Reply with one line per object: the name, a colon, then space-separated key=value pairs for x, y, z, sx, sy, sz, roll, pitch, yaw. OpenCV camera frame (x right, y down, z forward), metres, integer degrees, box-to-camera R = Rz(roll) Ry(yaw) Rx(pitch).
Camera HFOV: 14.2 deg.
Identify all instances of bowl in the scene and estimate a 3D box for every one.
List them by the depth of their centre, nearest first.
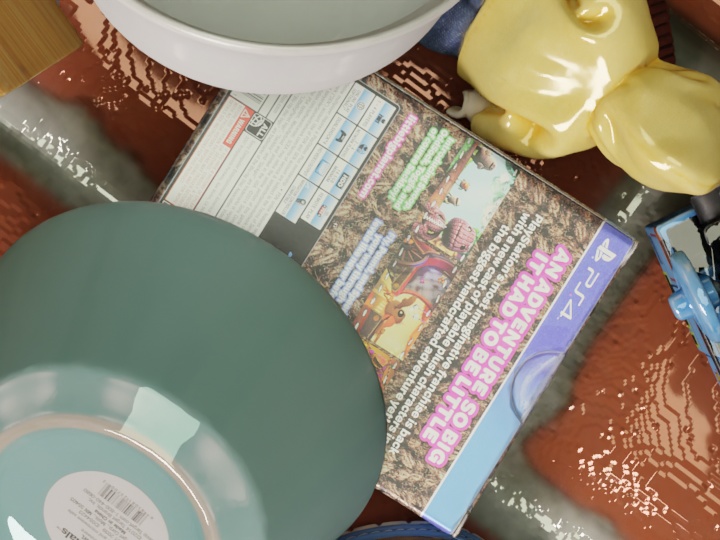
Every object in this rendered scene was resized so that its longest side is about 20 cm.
bowl: x=-0.041 y=-0.146 z=1.252 sx=0.200 sy=0.091 sz=0.202 roll=5 pitch=56 yaw=-7
bowl: x=-0.098 y=0.081 z=1.258 sx=0.200 sy=0.105 sz=0.202 roll=10 pitch=123 yaw=15

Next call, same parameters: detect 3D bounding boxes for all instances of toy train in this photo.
toy train: x=0.203 y=0.045 z=1.339 sx=0.086 sy=0.114 sz=0.201 roll=-25 pitch=91 yaw=2

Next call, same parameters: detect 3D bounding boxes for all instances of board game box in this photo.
board game box: x=0.000 y=0.000 z=1.339 sx=0.199 sy=0.097 sz=0.160 roll=33 pitch=90 yaw=-2

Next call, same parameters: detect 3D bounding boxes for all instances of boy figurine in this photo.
boy figurine: x=0.089 y=-0.107 z=1.303 sx=0.200 sy=0.064 sz=0.125 roll=35 pitch=118 yaw=16

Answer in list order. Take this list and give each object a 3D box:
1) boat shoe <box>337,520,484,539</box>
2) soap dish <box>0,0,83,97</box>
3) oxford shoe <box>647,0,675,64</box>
boat shoe: x=-0.026 y=0.175 z=1.349 sx=0.199 sy=0.072 sz=0.073 roll=-16 pitch=107 yaw=0
soap dish: x=-0.241 y=-0.140 z=1.276 sx=0.157 sy=0.081 sz=0.200 roll=-17 pitch=124 yaw=28
oxford shoe: x=0.095 y=-0.147 z=1.364 sx=0.074 sy=0.070 sz=0.201 roll=-20 pitch=88 yaw=18
